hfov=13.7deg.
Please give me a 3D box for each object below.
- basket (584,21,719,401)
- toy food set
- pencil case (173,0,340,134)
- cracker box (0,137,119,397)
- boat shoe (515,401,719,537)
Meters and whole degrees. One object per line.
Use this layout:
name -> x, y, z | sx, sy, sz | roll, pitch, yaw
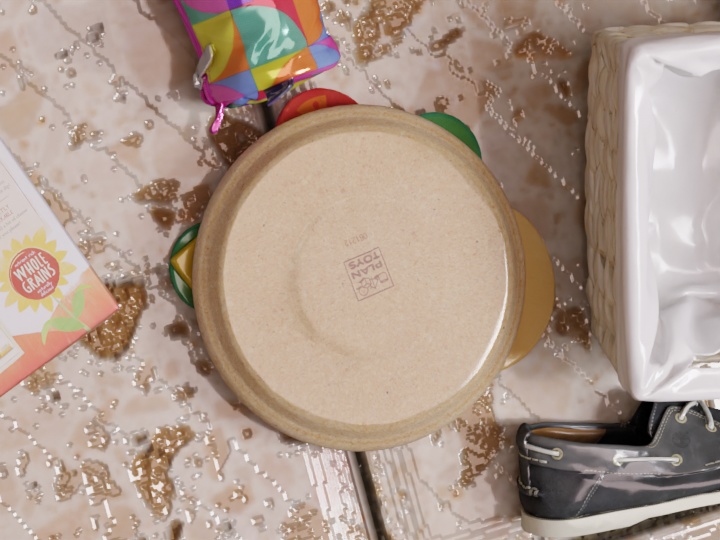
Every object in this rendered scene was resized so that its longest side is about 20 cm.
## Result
basket -> 0.196, -0.040, 1.673 | 0.135, 0.123, 0.201 | -3, 103, -11
toy food set -> 0.000, 0.000, 1.682 | 0.200, 0.049, 0.198 | -39, 99, -10
pencil case -> -0.079, -0.183, 1.644 | 0.088, 0.088, 0.201 | -21, 94, -12
cracker box -> -0.242, -0.022, 1.618 | 0.134, 0.058, 0.200 | -36, 100, -11
boat shoe -> 0.185, 0.101, 1.716 | 0.199, 0.072, 0.068 | -10, 97, -11
